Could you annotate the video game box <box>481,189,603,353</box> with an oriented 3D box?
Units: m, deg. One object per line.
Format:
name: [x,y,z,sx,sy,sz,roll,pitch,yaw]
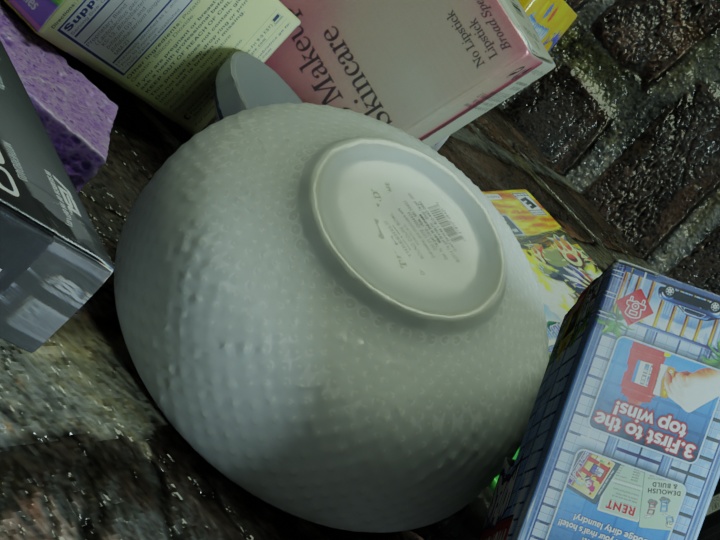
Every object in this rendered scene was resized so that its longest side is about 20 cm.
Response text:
video game box: [0.093,0.022,1.117,0.200,0.047,0.182,-6,49,-47]

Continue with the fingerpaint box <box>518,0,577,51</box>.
fingerpaint box: [0.061,-0.216,1.202,0.167,0.073,0.200,41,10,9]

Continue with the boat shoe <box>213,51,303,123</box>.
boat shoe: [-0.059,-0.045,0.919,0.071,0.070,0.200,33,25,-34]

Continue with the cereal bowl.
cereal bowl: [0.000,0.004,0.722,0.200,0.083,0.200,19,46,-21]

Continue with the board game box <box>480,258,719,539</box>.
board game box: [0.075,0.116,0.644,0.062,0.200,0.200,20,-12,2]

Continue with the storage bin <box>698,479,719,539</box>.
storage bin: [0.238,0.171,1.008,0.094,0.135,0.200,61,12,1]

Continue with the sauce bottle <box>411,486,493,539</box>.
sauce bottle: [0.006,0.067,0.781,0.200,0.066,0.066,46,12,7]

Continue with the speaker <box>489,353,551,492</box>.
speaker: [0.095,0.089,0.887,0.088,0.088,0.200,47,-1,7]

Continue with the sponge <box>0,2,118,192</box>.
sponge: [-0.198,-0.122,0.803,0.200,0.030,0.112,42,11,-15]

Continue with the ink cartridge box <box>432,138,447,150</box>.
ink cartridge box: [0.007,-0.122,1.228,0.084,0.145,0.200,44,11,11]

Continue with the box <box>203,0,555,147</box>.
box: [0.001,-0.131,1.062,0.128,0.200,0.109,59,14,5]

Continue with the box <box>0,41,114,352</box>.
box: [-0.188,-0.074,0.628,0.158,0.050,0.200,34,16,-44]

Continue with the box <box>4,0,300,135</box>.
box: [-0.154,-0.188,0.951,0.176,0.097,0.200,45,4,20]
